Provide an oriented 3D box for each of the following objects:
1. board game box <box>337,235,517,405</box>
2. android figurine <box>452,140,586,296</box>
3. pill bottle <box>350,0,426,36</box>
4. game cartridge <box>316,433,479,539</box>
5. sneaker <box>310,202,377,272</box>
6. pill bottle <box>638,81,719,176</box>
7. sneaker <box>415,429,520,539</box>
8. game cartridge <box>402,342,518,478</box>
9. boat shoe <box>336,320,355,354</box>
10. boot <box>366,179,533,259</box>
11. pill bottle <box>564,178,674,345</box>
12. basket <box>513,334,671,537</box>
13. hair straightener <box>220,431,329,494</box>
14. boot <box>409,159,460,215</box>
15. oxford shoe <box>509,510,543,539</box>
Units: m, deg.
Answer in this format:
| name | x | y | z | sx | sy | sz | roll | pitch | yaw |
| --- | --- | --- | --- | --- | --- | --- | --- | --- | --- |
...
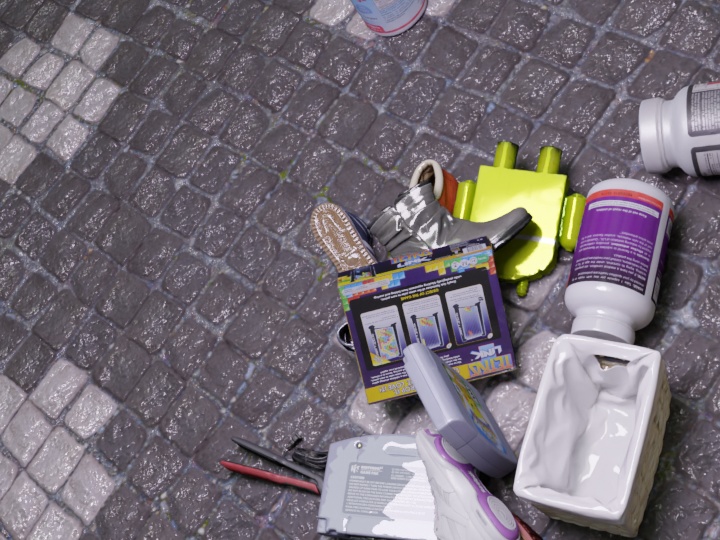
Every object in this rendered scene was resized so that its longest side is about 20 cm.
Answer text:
| name | x | y | z | sx | sy | sz | roll | pitch | yaw |
| --- | --- | --- | --- | --- | --- | --- | --- | --- | --- |
| board game box | 0.084 | 0.063 | 1.526 | 0.197 | 0.168 | 0.057 | -13 | 20 | 3 |
| android figurine | 0.208 | -0.068 | 1.613 | 0.179 | 0.041 | 0.203 | 7 | 82 | 20 |
| pill bottle | 0.019 | -0.455 | 1.836 | 0.107 | 0.200 | 0.110 | -12 | 59 | 21 |
| game cartridge | 0.050 | 0.273 | 1.520 | 0.197 | 0.041 | 0.135 | 2 | 69 | 17 |
| sneaker | 0.000 | 0.000 | 1.696 | 0.069 | 0.108 | 0.202 | -27 | 85 | 9 |
| pill bottle | 0.455 | -0.179 | 1.517 | 0.197 | 0.116 | 0.118 | -4 | 62 | 25 |
| sneaker | 0.106 | 0.273 | 1.441 | 0.100 | 0.074 | 0.201 | -55 | 41 | 20 |
| game cartridge | 0.124 | 0.175 | 1.449 | 0.040 | 0.200 | 0.134 | -32 | 55 | 12 |
| boat shoe | 0.065 | 0.076 | 1.593 | 0.197 | 0.068 | 0.073 | -4 | 81 | 12 |
| boot | 0.112 | -0.063 | 1.572 | 0.198 | 0.068 | 0.132 | -30 | 86 | 12 |
| pill bottle | 0.316 | -0.004 | 1.499 | 0.111 | 0.113 | 0.202 | 5 | 67 | 29 |
| basket | 0.276 | 0.195 | 1.407 | 0.134 | 0.123 | 0.202 | 9 | 69 | 30 |
| hair straightener | -0.091 | 0.249 | 1.619 | 0.198 | 0.041 | 0.078 | 9 | 69 | 30 |
| boot | 0.086 | -0.049 | 1.647 | 0.074 | 0.107 | 0.203 | 4 | 69 | 25 |
| oxford shoe | 0.203 | 0.366 | 1.390 | 0.075 | 0.070 | 0.201 | -40 | 51 | 11 |
